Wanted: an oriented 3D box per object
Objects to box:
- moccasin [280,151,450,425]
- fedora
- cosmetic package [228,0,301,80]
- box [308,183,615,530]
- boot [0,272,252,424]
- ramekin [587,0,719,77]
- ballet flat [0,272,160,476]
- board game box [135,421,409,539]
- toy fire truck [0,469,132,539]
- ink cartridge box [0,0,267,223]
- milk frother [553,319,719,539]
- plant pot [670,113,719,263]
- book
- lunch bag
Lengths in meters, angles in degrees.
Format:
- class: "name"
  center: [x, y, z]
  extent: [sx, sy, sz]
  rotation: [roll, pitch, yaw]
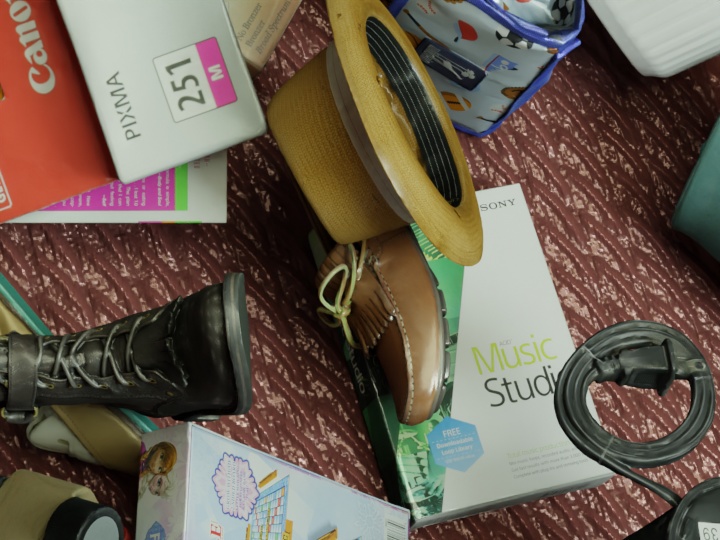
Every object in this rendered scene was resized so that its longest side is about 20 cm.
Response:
- class: "moccasin"
  center: [0.000, -0.001, 1.685]
  extent: [0.077, 0.074, 0.203]
  rotation: [-12, 73, -19]
- class: "fedora"
  center: [0.000, -0.076, 1.621]
  extent: [0.081, 0.200, 0.202]
  rotation: [-26, 78, 13]
- class: "cosmetic package"
  center: [-0.135, -0.198, 1.738]
  extent: [0.199, 0.087, 0.104]
  rotation: [31, 64, -8]
- class: "box"
  center: [0.063, 0.052, 1.748]
  extent: [0.144, 0.036, 0.201]
  rotation: [-11, 73, -24]
- class: "boot"
  center: [-0.153, 0.052, 1.514]
  extent: [0.173, 0.200, 0.070]
  rotation: [0, 74, -16]
- class: "ramekin"
  center: [0.181, -0.217, 1.818]
  extent: [0.094, 0.202, 0.203]
  rotation: [-32, 82, 11]
- class: "ballet flat"
  center: [-0.188, 0.066, 1.639]
  extent: [0.200, 0.069, 0.063]
  rotation: [45, 89, 3]
- class: "board game box"
  center: [-0.050, 0.209, 1.588]
  extent: [0.199, 0.041, 0.201]
  rotation: [27, 57, -45]
- class: "toy fire truck"
  center: [-0.170, 0.237, 1.555]
  extent: [0.128, 0.201, 0.176]
  rotation: [12, 54, 30]
- class: "ink cartridge box"
  center: [-0.166, -0.145, 1.614]
  extent: [0.173, 0.044, 0.201]
  rotation: [-20, 95, -2]
- class: "milk frother"
  center: [0.155, 0.160, 1.646]
  extent: [0.180, 0.188, 0.201]
  rotation: [22, 56, -22]
- class: "plant pot"
  center: [0.310, -0.050, 1.804]
  extent: [0.187, 0.200, 0.201]
  rotation: [27, 61, 7]
- class: "book"
  center: [-0.178, -0.094, 1.657]
  extent: [0.199, 0.048, 0.135]
  rotation: [1, 93, -5]
- class: "lunch bag"
  center: [0.055, -0.195, 1.765]
  extent: [0.123, 0.170, 0.201]
  rotation: [-28, 82, -22]
